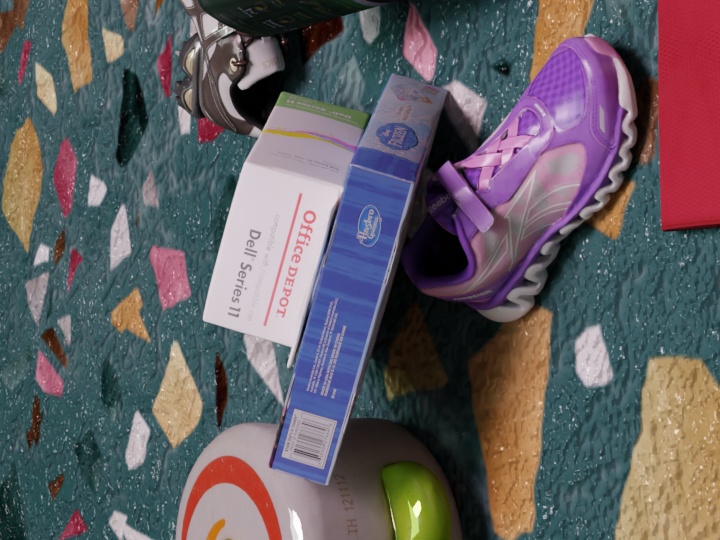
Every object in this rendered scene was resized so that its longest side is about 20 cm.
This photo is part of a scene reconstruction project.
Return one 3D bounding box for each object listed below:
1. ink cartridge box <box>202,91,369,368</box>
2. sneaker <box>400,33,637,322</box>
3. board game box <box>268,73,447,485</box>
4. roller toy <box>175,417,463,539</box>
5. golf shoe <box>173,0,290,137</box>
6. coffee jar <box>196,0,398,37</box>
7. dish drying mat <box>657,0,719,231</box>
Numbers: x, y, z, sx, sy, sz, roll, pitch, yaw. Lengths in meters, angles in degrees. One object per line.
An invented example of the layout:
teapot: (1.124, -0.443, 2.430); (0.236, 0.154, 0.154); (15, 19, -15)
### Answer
ink cartridge box: (-0.049, -0.030, 1.326); (0.200, 0.067, 0.117); (-73, 0, -69)
sneaker: (0.086, -0.051, 1.192); (0.200, 0.088, 0.081); (-62, 40, 34)
board game box: (0.000, 0.000, 1.266); (0.199, 0.043, 0.200); (-67, -6, -69)
roller toy: (-0.035, 0.190, 1.322); (0.182, 0.140, 0.200); (40, 123, 51)
golf shoe: (-0.084, -0.184, 1.458); (0.094, 0.078, 0.200); (35, 144, 35)
coffee jar: (-0.002, -0.207, 1.263); (0.200, 0.104, 0.085); (-9, 78, 29)
dish drying mat: (0.188, -0.123, 1.102); (0.077, 0.018, 0.200); (-4, 86, 58)
